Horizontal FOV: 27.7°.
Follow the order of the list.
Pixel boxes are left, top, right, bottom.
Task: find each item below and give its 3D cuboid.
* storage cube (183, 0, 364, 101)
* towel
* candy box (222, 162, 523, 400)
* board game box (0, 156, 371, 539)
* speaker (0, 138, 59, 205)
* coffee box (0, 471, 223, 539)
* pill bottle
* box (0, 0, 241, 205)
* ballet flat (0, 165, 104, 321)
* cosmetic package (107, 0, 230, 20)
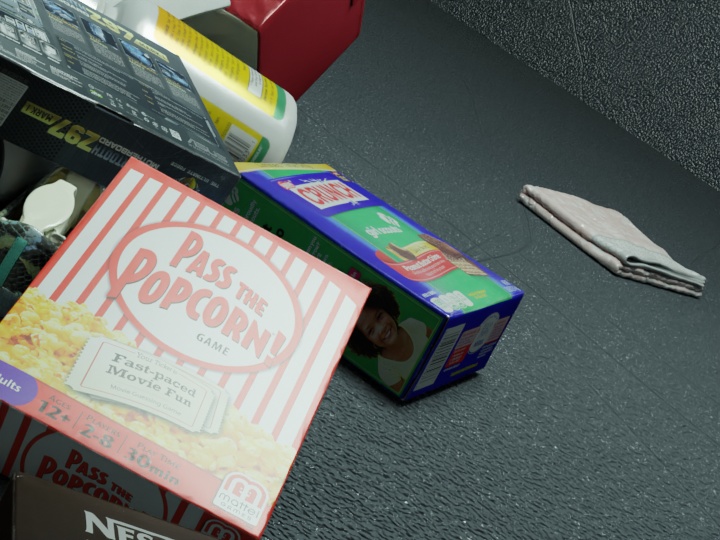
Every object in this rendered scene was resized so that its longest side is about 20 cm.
[{"bbox_3d":[-0.111,-0.267,1.412,0.170,0.201,0.180,33,61,14],"label":"storage cube"},{"bbox_3d":[0.318,-0.040,1.831,0.199,0.032,0.191,14,22,-46],"label":"towel"},{"bbox_3d":[0.000,0.000,1.074,0.199,0.077,0.169,33,17,18],"label":"candy box"},{"bbox_3d":[-0.092,0.043,0.722,0.151,0.046,0.200,28,37,-3],"label":"board game box"},{"bbox_3d":[-0.221,-0.087,0.962,0.081,0.082,0.200,31,16,8],"label":"speaker"},{"bbox_3d":[-0.071,0.160,0.447,0.112,0.080,0.200,22,17,-21],"label":"coffee box"},{"bbox_3d":[-0.156,-0.136,1.117,0.199,0.113,0.113,31,13,-24],"label":"pill bottle"},{"bbox_3d":[-0.181,-0.120,0.905,0.199,0.051,0.158,26,23,-39],"label":"box"},{"bbox_3d":[-0.179,-0.025,0.862,0.074,0.075,0.200,26,16,-8],"label":"ballet flat"},{"bbox_3d":[-0.232,-0.292,1.190,0.199,0.201,0.122,-23,24,-35],"label":"cosmetic package"}]
